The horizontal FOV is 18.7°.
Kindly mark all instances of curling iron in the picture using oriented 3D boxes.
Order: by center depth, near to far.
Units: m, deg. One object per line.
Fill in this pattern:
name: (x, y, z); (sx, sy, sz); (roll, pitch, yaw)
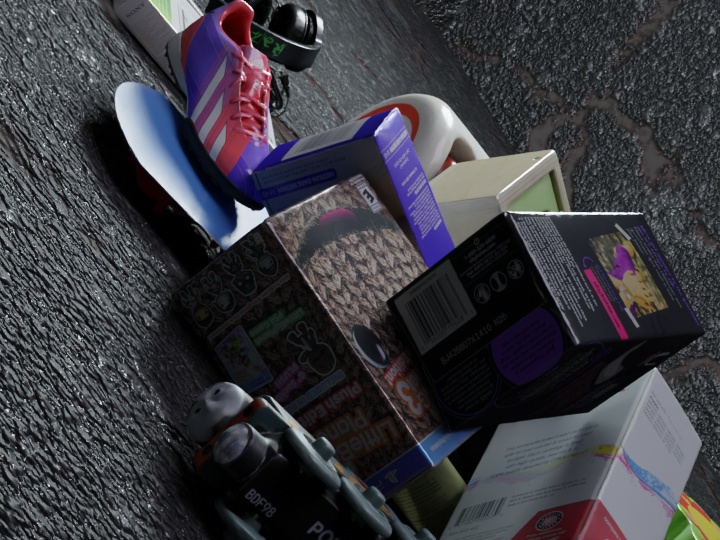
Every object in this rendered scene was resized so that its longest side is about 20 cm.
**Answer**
curling iron: (-0.139, -0.230, 2.144); (0.200, 0.050, 0.026); (46, -9, -20)

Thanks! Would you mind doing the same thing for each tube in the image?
tube: (0.046, 0.157, 1.659); (0.201, 0.058, 0.052); (53, -4, -16)

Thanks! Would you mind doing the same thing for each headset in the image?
headset: (-0.102, -0.244, 2.264); (0.123, 0.094, 0.200); (28, 17, -2)

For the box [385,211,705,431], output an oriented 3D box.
box: (0.132, 0.033, 1.526); (0.199, 0.122, 0.107); (0, 59, -56)

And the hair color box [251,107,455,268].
hair color box: (0.010, -0.008, 1.636); (0.201, 0.108, 0.065); (66, 27, -17)

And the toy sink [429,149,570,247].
toy sink: (0.121, 0.017, 1.826); (0.130, 0.111, 0.202); (-35, 115, -56)

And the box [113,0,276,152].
box: (-0.152, -0.196, 1.996); (0.200, 0.036, 0.145); (51, 11, -23)

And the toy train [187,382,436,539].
toy train: (-0.030, 0.146, 1.329); (0.200, 0.085, 0.114); (45, 2, -34)

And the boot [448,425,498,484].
boot: (0.109, 0.094, 1.744); (0.165, 0.199, 0.066); (51, 40, -15)

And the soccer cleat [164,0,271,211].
soccer cleat: (-0.097, -0.130, 1.683); (0.068, 0.073, 0.201); (36, 24, -41)

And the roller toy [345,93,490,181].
roller toy: (0.039, -0.051, 1.967); (0.140, 0.182, 0.200); (49, 11, -26)

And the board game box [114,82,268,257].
board game box: (-0.127, -0.051, 1.642); (0.200, 0.039, 0.158); (46, 17, -14)

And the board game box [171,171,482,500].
board game box: (-0.009, 0.053, 1.525); (0.201, 0.097, 0.159); (55, 29, 2)

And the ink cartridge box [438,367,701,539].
ink cartridge box: (0.152, 0.176, 1.612); (0.083, 0.145, 0.200); (55, 40, -19)

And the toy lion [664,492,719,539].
toy lion: (0.290, 0.247, 1.744); (0.192, 0.069, 0.200); (52, 9, 20)
